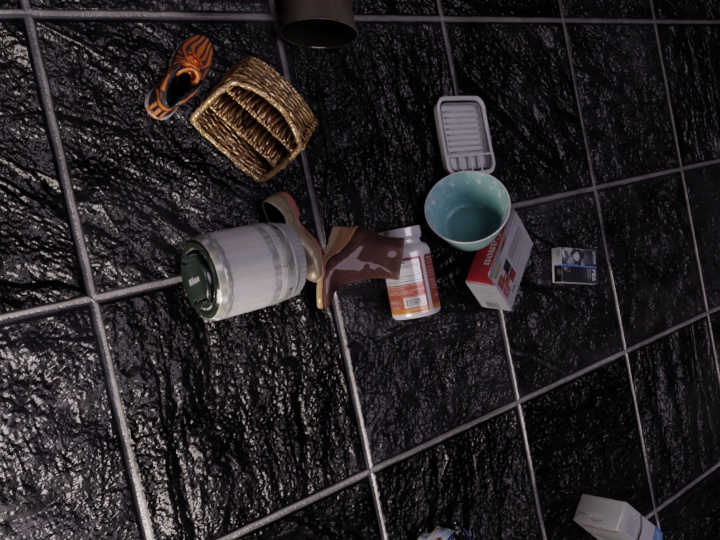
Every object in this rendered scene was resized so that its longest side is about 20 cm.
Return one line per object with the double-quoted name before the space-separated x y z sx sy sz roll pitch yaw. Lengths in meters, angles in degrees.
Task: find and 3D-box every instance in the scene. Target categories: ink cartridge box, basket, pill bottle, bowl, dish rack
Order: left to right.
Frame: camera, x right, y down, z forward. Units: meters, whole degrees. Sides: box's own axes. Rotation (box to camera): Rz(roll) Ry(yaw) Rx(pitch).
"basket" -0.199 -0.292 1.420 0.200 0.143 0.149 44 61 -25
"basket" -0.096 -0.593 1.537 0.180 0.136 0.200 -2 83 -40
"pill bottle" 0.109 0.004 1.638 0.112 0.112 0.200 -12 92 -37
"dish rack" 0.253 -0.332 1.821 0.171 0.044 0.200 -11 92 -36
"bowl" 0.257 -0.125 1.731 0.201 0.200 0.105 -65 157 -22
"ink cartridge box" 0.338 -0.032 1.795 0.176 0.084 0.200 49 57 -47
"ink cartridge box" 0.620 -0.011 2.064 0.200 0.039 0.100 2 84 -37
"ink cartridge box" 0.704 0.700 1.990 0.200 0.145 0.084 40 63 -26

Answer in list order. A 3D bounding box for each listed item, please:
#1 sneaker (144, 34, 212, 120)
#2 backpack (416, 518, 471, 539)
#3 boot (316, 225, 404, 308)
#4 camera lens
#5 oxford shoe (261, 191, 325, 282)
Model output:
"sneaker" -0.317 -0.368 1.358 0.078 0.112 0.200 36 66 -29
"backpack" 0.170 0.676 1.596 0.190 0.154 0.200 -35 98 -40
"boot" 0.000 0.000 1.538 0.166 0.072 0.200 12 67 3
"camera lens" -0.222 -0.002 1.364 0.200 0.160 0.160 -15 95 -36
"oxford shoe" -0.141 -0.060 1.470 0.200 0.070 0.075 60 31 -1
